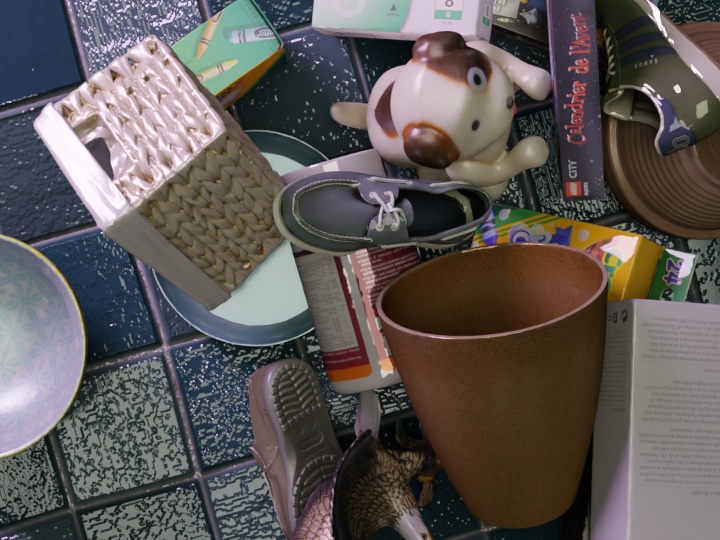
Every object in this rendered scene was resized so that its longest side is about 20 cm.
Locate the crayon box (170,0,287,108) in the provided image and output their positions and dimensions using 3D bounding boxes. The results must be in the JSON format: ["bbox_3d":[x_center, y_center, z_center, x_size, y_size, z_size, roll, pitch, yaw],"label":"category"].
[{"bbox_3d":[-0.162,-0.160,1.211,0.200,0.119,0.058,-35,92,0],"label":"crayon box"}]

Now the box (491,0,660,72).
[{"bbox_3d":[0.182,-0.277,1.257,0.199,0.040,0.137,20,92,-2],"label":"box"}]

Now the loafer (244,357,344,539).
[{"bbox_3d":[-0.058,0.173,1.254,0.075,0.070,0.201,-17,104,-32],"label":"loafer"}]

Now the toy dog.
[{"bbox_3d":[0.075,-0.146,1.177,0.193,0.200,0.140,17,90,-2],"label":"toy dog"}]

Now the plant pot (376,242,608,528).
[{"bbox_3d":[0.122,0.103,1.113,0.186,0.186,0.201,-12,112,-1],"label":"plant pot"}]

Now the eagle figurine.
[{"bbox_3d":[0.005,0.207,1.166,0.200,0.151,0.152,-30,118,-33],"label":"eagle figurine"}]

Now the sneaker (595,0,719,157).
[{"bbox_3d":[0.237,-0.176,1.167,0.090,0.067,0.200,-40,53,5],"label":"sneaker"}]

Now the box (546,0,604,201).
[{"bbox_3d":[0.186,-0.178,1.178,0.038,0.137,0.201,-4,115,7],"label":"box"}]

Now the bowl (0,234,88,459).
[{"bbox_3d":[-0.336,0.065,1.217,0.199,0.108,0.201,0,91,-1],"label":"bowl"}]

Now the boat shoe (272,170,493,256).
[{"bbox_3d":[0.023,-0.053,1.117,0.199,0.062,0.073,2,76,-34],"label":"boat shoe"}]

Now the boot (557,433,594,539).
[{"bbox_3d":[0.250,0.217,1.163,0.138,0.077,0.201,13,91,-6],"label":"boot"}]

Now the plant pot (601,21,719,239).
[{"bbox_3d":[0.324,-0.125,1.220,0.200,0.093,0.202,-2,98,-13],"label":"plant pot"}]

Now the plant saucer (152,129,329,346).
[{"bbox_3d":[-0.098,-0.030,1.262,0.199,0.027,0.201,0,91,-2],"label":"plant saucer"}]

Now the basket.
[{"bbox_3d":[-0.146,-0.077,1.098,0.123,0.200,0.136,-39,63,3],"label":"basket"}]

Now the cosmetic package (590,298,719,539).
[{"bbox_3d":[0.249,0.127,1.104,0.101,0.071,0.201,5,84,-15],"label":"cosmetic package"}]

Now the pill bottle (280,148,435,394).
[{"bbox_3d":[0.000,0.000,1.198,0.109,0.110,0.201,-16,93,-1],"label":"pill bottle"}]

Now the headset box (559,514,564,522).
[{"bbox_3d":[0.281,0.162,1.244,0.199,0.093,0.175,12,90,-1],"label":"headset box"}]

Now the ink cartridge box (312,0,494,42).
[{"bbox_3d":[0.046,-0.310,1.222,0.160,0.050,0.201,7,94,22],"label":"ink cartridge box"}]

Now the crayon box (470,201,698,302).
[{"bbox_3d":[0.184,0.019,1.200,0.200,0.052,0.126,15,88,37],"label":"crayon box"}]
